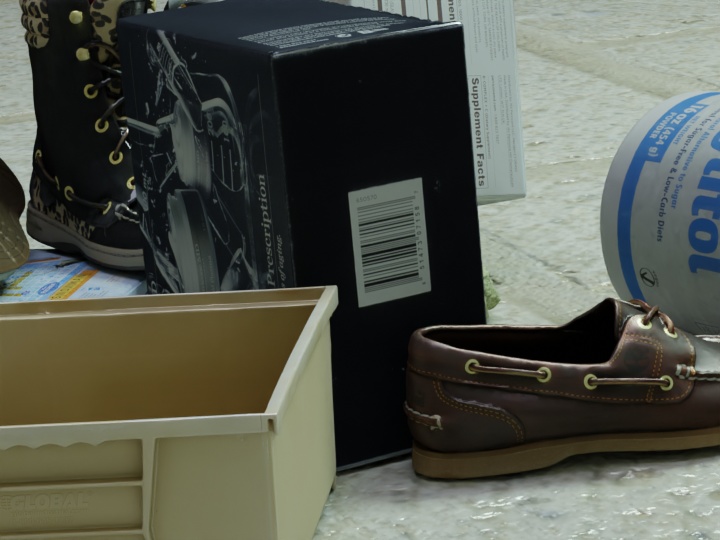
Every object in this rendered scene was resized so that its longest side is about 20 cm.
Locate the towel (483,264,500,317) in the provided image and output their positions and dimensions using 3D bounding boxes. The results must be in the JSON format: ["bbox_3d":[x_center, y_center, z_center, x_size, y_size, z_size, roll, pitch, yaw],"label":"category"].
[{"bbox_3d":[0.000,0.000,1.474,0.147,0.037,0.200,-6,14,-2],"label":"towel"}]

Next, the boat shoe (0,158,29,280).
[{"bbox_3d":[-0.232,-0.023,1.418,0.065,0.072,0.200,-39,16,7],"label":"boat shoe"}]

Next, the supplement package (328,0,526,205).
[{"bbox_3d":[0.008,-0.111,1.562,0.110,0.157,0.200,-3,-3,-23],"label":"supplement package"}]

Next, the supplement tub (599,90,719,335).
[{"bbox_3d":[0.228,-0.018,1.271,0.131,0.133,0.199,-14,15,-34],"label":"supplement tub"}]

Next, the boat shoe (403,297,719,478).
[{"bbox_3d":[0.117,0.048,1.167,0.198,0.071,0.070,-7,13,-16],"label":"boat shoe"}]

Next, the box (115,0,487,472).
[{"bbox_3d":[-0.029,-0.024,1.233,0.103,0.202,0.182,-12,15,-25],"label":"box"}]

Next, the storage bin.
[{"bbox_3d":[-0.115,0.079,1.059,0.197,0.095,0.200,-3,14,7],"label":"storage bin"}]

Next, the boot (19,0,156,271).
[{"bbox_3d":[-0.133,-0.084,1.440,0.073,0.152,0.199,-11,14,-33],"label":"boot"}]

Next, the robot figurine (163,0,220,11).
[{"bbox_3d":[-0.096,-0.079,1.522,0.058,0.146,0.200,-31,-6,-29],"label":"robot figurine"}]

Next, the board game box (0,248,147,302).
[{"bbox_3d":[-0.216,0.028,1.412,0.198,0.042,0.200,0,13,14],"label":"board game box"}]
